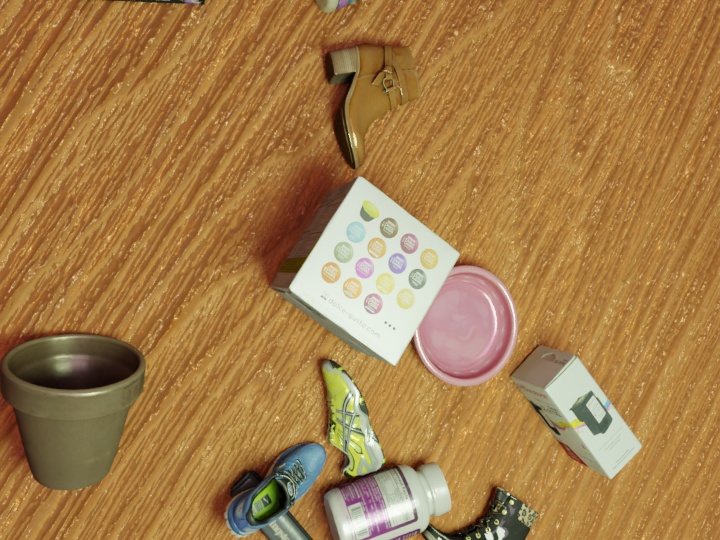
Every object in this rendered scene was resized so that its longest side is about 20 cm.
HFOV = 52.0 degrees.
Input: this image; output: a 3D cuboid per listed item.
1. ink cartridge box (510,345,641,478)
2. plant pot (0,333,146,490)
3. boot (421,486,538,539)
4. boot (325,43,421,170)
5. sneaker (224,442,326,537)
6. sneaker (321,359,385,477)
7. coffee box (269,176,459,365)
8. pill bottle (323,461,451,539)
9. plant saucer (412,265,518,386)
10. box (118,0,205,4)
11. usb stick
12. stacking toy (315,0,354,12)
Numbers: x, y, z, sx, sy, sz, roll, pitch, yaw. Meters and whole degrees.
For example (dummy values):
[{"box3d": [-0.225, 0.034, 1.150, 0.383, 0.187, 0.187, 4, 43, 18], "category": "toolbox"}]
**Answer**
[{"box3d": [0.369, 0.241, 1.282, 0.082, 0.146, 0.201, -40, 99, -9], "category": "ink cartridge box"}, {"box3d": [-0.413, 0.210, 1.067, 0.194, 0.201, 0.180, 3, 107, -14], "category": "plant pot"}, {"box3d": [0.212, 0.446, 1.276, 0.198, 0.073, 0.153, 34, 82, -16], "category": "boot"}, {"box3d": [0.029, -0.279, 1.239, 0.151, 0.077, 0.206, -10, 85, -19], "category": "boot"}, {"box3d": [-0.118, 0.343, 1.160, 0.199, 0.088, 0.080, -37, 96, -40], "category": "sneaker"}, {"box3d": [-0.025, 0.247, 1.214, 0.075, 0.075, 0.205, -23, 94, -14], "category": "sneaker"}, {"box3d": [0.000, 0.000, 1.157, 0.198, 0.200, 0.200, 35, 81, -12], "category": "coffee box"}, {"box3d": [0.046, 0.388, 1.213, 0.195, 0.112, 0.116, -16, 94, -14], "category": "pill bottle"}, {"box3d": [0.176, 0.095, 1.281, 0.194, 0.051, 0.207, 0, 89, -16], "category": "plant saucer"}, {"box3d": [-0.344, -0.497, 1.153, 0.194, 0.036, 0.148, -2, 90, -16], "category": "box"}, {"box3d": [-0.136, 0.414, 1.205, 0.055, 0.033, 0.201, -40, 100, -12], "category": "usb stick"}, {"box3d": [0.017, -0.496, 1.234, 0.196, 0.085, 0.088, -21, 95, -21], "category": "stacking toy"}]
